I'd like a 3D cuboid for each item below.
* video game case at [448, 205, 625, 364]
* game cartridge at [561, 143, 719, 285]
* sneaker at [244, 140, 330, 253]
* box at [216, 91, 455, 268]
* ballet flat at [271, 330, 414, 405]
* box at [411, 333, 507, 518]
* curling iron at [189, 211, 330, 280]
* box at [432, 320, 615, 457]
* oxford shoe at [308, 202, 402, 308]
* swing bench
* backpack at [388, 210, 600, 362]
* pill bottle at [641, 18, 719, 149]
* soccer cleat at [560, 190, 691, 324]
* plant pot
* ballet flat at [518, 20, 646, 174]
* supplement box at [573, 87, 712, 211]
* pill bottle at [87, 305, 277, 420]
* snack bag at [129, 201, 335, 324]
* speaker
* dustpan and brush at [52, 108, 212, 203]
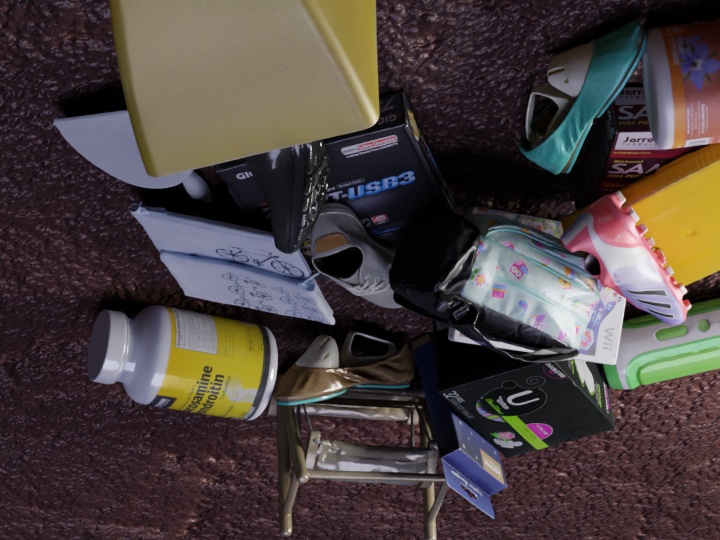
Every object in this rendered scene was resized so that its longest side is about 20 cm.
[{"bbox_3d":[0.196,0.017,1.794,0.198,0.145,0.018,9,179,-21],"label":"video game case"},{"bbox_3d":[0.331,-0.051,1.687,0.199,0.033,0.176,-28,141,29],"label":"game cartridge"},{"bbox_3d":[-0.077,-0.114,1.566,0.090,0.076,0.202,8,113,13],"label":"sneaker"},{"bbox_3d":[-0.020,-0.085,1.683,0.198,0.050,0.199,-13,147,12],"label":"box"},{"bbox_3d":[-0.018,0.108,1.936,0.198,0.073,0.068,-6,-168,-34],"label":"ballet flat"},{"bbox_3d":[0.120,0.184,1.970,0.032,0.201,0.121,-27,140,19],"label":"box"},{"bbox_3d":[-0.108,-0.019,1.789,0.199,0.026,0.049,22,145,-35],"label":"curling iron"},{"bbox_3d":[0.190,0.111,1.941,0.147,0.125,0.200,-18,144,22],"label":"box"},{"bbox_3d":[0.000,0.000,1.722,0.075,0.058,0.200,-19,148,17],"label":"oxford shoe"},{"bbox_3d":[0.000,0.207,2.009,0.197,0.201,0.130,4,137,-14],"label":"swing bench"},{"bbox_3d":[0.146,0.014,1.676,0.199,0.128,0.167,21,-177,-19],"label":"backpack"},{"bbox_3d":[0.363,-0.179,1.526,0.198,0.113,0.113,-8,147,4],"label":"pill bottle"},{"bbox_3d":[0.265,-0.001,1.655,0.076,0.067,0.200,-33,136,8],"label":"soccer cleat"},{"bbox_3d":[-0.106,-0.224,1.338,0.198,0.201,0.177,-12,135,12],"label":"plant pot"},{"bbox_3d":[0.199,-0.165,1.573,0.070,0.068,0.201,18,141,-8],"label":"ballet flat"},{"bbox_3d":[0.286,-0.102,1.682,0.108,0.061,0.201,-2,146,-4],"label":"supplement box"},{"bbox_3d":[-0.202,0.101,1.886,0.198,0.113,0.112,11,144,-23],"label":"pill bottle"},{"bbox_3d":[-0.130,-0.004,1.740,0.187,0.022,0.200,12,158,16],"label":"snack bag"},{"bbox_3d":[0.383,0.082,1.957,0.198,0.089,0.089,-14,146,14],"label":"speaker"},{"bbox_3d":[-0.193,-0.110,1.626,0.138,0.058,0.201,-5,143,21],"label":"dustpan and brush"}]
